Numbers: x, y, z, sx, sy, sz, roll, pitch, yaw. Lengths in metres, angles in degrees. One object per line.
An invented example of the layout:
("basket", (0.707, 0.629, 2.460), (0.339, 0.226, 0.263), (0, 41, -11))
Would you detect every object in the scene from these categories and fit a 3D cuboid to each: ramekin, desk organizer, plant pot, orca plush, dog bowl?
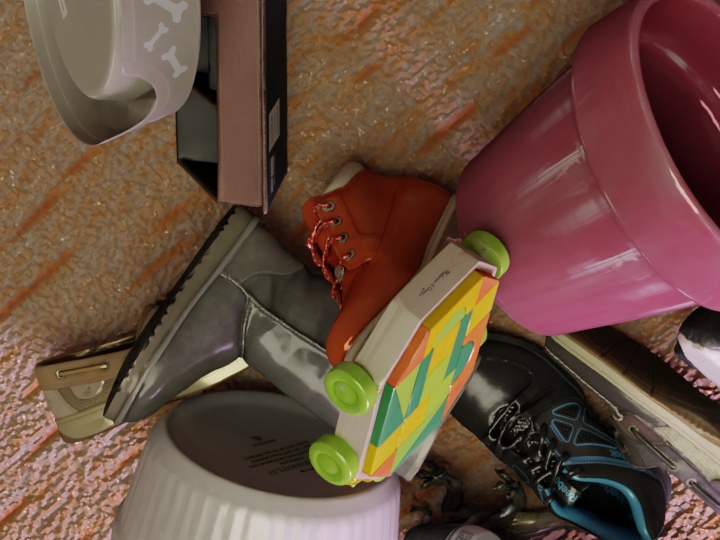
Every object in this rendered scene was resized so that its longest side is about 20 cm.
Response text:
("ramekin", (-0.064, 0.156, 1.718), (0.201, 0.203, 0.095), (13, 111, 2))
("desk organizer", (-0.091, -0.145, 1.656), (0.076, 0.072, 0.201), (4, 115, 9))
("plant pot", (0.165, -0.051, 1.606), (0.178, 0.200, 0.200), (-28, 108, 34))
("orca plush", (0.279, 0.063, 1.677), (0.200, 0.105, 0.071), (38, 84, -32))
("dog bowl", (-0.156, -0.180, 1.591), (0.058, 0.200, 0.202), (-10, 117, -22))

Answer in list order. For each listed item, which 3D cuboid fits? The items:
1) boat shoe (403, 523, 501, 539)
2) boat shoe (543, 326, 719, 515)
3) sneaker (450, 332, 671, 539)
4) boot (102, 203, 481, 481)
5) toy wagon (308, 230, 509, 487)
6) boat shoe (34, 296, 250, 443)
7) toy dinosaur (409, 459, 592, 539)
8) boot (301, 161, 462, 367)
("boat shoe", (0.089, 0.231, 1.782), (0.056, 0.069, 0.200), (12, 151, 34))
("boat shoe", (0.200, 0.106, 1.715), (0.200, 0.072, 0.066), (34, 112, 4))
("sneaker", (0.130, 0.115, 1.735), (0.199, 0.082, 0.073), (34, 114, -7))
("boot", (-0.045, 0.075, 1.683), (0.200, 0.073, 0.182), (38, 85, -9))
("toy wagon", (0.029, 0.070, 1.576), (0.039, 0.155, 0.201), (33, 140, 18))
("boat shoe", (-0.129, 0.052, 1.749), (0.199, 0.071, 0.065), (-24, 98, 10))
("toy dinosaur", (0.084, 0.174, 1.789), (0.198, 0.048, 0.089), (-9, 130, 10))
("boot", (0.000, 0.000, 1.642), (0.107, 0.200, 0.075), (25, 126, 4))
